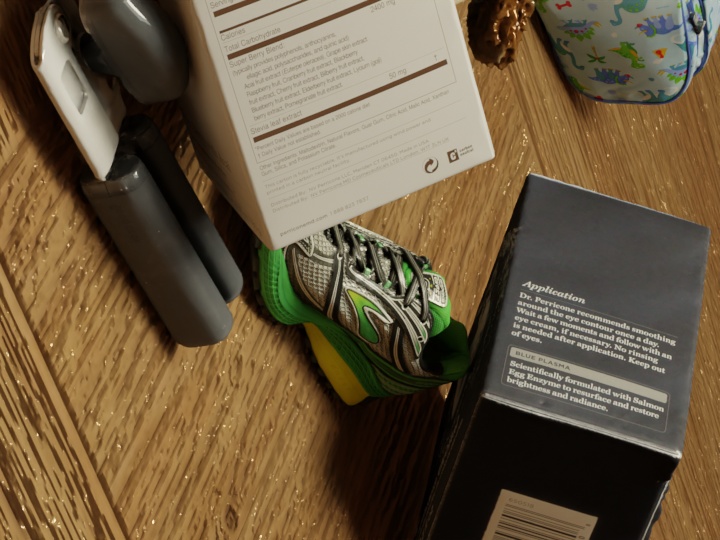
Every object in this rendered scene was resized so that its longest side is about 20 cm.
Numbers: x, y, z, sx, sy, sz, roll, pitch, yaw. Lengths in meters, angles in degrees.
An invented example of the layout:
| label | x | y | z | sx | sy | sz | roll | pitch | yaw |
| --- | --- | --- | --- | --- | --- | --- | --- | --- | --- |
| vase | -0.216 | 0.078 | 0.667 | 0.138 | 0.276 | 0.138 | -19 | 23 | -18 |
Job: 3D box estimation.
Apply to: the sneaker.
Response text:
| label | x | y | z | sx | sy | sz | roll | pitch | yaw |
| --- | --- | --- | --- | --- | --- | --- | --- | --- | --- |
| sneaker | 0.000 | 0.000 | 1.332 | 0.200 | 0.085 | 0.078 | 52 | 35 | -51 |

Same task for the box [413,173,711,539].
| label | x | y | z | sx | sy | sz | roll | pitch | yaw |
| --- | --- | --- | --- | --- | --- | --- | --- | --- | --- |
| box | 0.110 | 0.089 | 1.423 | 0.200 | 0.117 | 0.197 | -73 | 180 | -50 |

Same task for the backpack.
| label | x | y | z | sx | sy | sz | roll | pitch | yaw |
| --- | --- | --- | --- | --- | --- | --- | --- | --- | --- |
| backpack | 0.203 | -0.219 | 1.896 | 0.200 | 0.163 | 0.154 | 49 | 44 | -65 |

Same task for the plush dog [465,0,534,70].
| label | x | y | z | sx | sy | sz | roll | pitch | yaw |
| --- | --- | --- | --- | --- | --- | --- | --- | --- | --- |
| plush dog | 0.009 | -0.183 | 1.313 | 0.161 | 0.171 | 0.200 | -72 | 145 | -52 |

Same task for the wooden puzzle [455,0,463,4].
| label | x | y | z | sx | sy | sz | roll | pitch | yaw |
| --- | --- | --- | --- | --- | --- | --- | --- | --- | --- |
| wooden puzzle | -0.020 | -0.189 | 1.213 | 0.037 | 0.200 | 0.185 | -122 | -171 | -61 |

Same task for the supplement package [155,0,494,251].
| label | x | y | z | sx | sy | sz | roll | pitch | yaw |
| --- | --- | --- | --- | --- | --- | --- | --- | --- | --- |
| supplement package | -0.034 | -0.135 | 1.145 | 0.121 | 0.120 | 0.200 | -132 | -158 | -60 |

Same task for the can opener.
| label | x | y | z | sx | sy | sz | roll | pitch | yaw |
| --- | --- | --- | --- | --- | --- | --- | --- | --- | --- |
| can opener | -0.091 | -0.048 | 1.138 | 0.053 | 0.067 | 0.200 | -78 | 150 | -43 |
